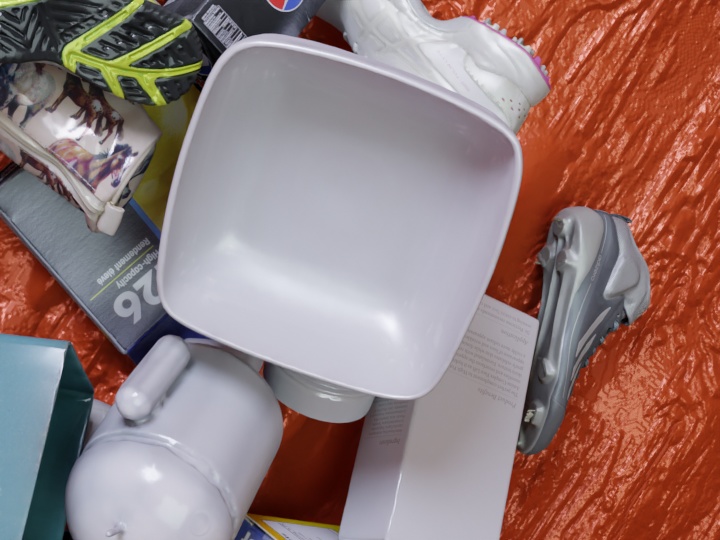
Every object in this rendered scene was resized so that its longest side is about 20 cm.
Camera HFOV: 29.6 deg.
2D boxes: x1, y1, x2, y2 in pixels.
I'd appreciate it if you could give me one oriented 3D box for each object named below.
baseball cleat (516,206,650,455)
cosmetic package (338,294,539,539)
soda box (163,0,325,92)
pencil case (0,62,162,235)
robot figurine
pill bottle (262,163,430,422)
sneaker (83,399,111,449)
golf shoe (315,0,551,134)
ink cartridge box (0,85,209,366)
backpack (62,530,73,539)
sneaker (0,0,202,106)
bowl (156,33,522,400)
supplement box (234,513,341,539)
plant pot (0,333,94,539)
[{"bbox_3d":[0.179,0.053,1.088,0.105,0.070,0.203,8,101,-25],"label":"baseball cleat"},{"bbox_3d":[0.059,0.116,1.008,0.101,0.074,0.202,25,70,-27],"label":"cosmetic package"},{"bbox_3d":[-0.049,-0.208,0.891,0.063,0.070,0.201,47,66,-28],"label":"soda box"},{"bbox_3d":[-0.210,-0.109,0.835,0.199,0.078,0.090,40,45,-8],"label":"pencil case"},{"bbox_3d":[-0.121,0.128,0.895,0.111,0.201,0.171,0,123,20],"label":"robot figurine"},{"bbox_3d":[0.000,0.000,0.955,0.112,0.113,0.202,8,118,-25],"label":"pill bottle"},{"bbox_3d":[-0.153,0.168,0.962,0.073,0.085,0.200,-43,115,-6],"label":"sneaker"},{"bbox_3d":[0.027,-0.140,0.909,0.092,0.199,0.075,-58,150,-1],"label":"golf shoe"},{"bbox_3d":[-0.122,-0.044,0.943,0.197,0.047,0.201,-43,114,-10],"label":"ink cartridge box"},{"bbox_3d":[-0.229,0.279,0.906,0.199,0.182,0.136,-30,133,-20],"label":"backpack"},{"bbox_3d":[-0.190,-0.152,0.784,0.199,0.076,0.076,26,97,-31],"label":"sneaker"},{"bbox_3d":[-0.013,-0.040,0.836,0.197,0.075,0.202,19,115,-2],"label":"bowl"},{"bbox_3d":[-0.016,0.256,0.990,0.199,0.108,0.111,22,94,-53],"label":"supplement box"},{"bbox_3d":[-0.281,0.110,0.832,0.197,0.141,0.143,10,72,-1],"label":"plant pot"}]
